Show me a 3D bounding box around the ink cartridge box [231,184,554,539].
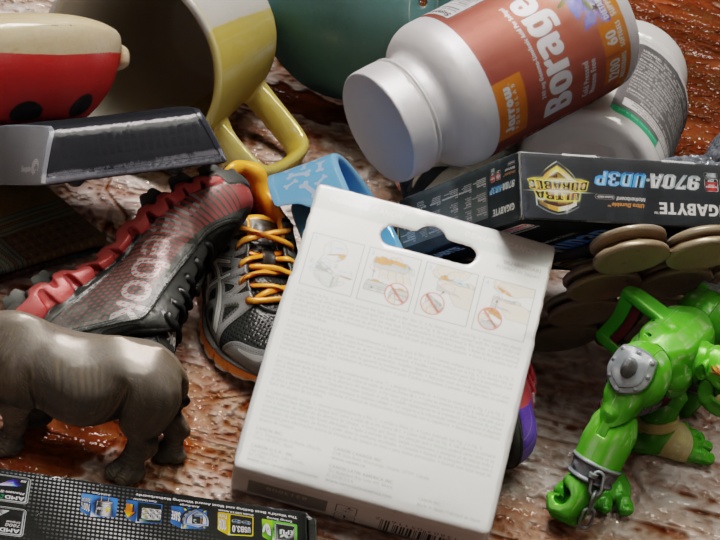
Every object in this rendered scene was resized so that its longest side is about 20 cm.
[{"bbox_3d":[0.022,0.060,1.390,0.160,0.047,0.200,15,64,2],"label":"ink cartridge box"}]

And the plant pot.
[{"bbox_3d":[0.044,-0.215,1.721,0.200,0.201,0.161,-8,18,-31],"label":"plant pot"}]

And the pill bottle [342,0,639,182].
[{"bbox_3d":[0.091,-0.143,1.604,0.200,0.112,0.112,-29,50,-24],"label":"pill bottle"}]

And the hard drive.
[{"bbox_3d":[-0.175,-0.081,1.481,0.135,0.042,0.200,-8,6,-19],"label":"hard drive"}]

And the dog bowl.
[{"bbox_3d":[0.000,0.000,1.490,0.050,0.111,0.200,-32,43,10],"label":"dog bowl"}]

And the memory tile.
[{"bbox_3d":[0.200,0.011,1.497,0.153,0.200,0.017,-4,70,-14],"label":"memory tile"}]

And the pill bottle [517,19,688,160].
[{"bbox_3d":[0.193,-0.114,1.749,0.113,0.113,0.200,19,33,7],"label":"pill bottle"}]

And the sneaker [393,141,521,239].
[{"bbox_3d":[0.049,-0.059,1.661,0.084,0.075,0.200,5,33,24],"label":"sneaker"}]

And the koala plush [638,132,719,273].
[{"bbox_3d":[0.290,-0.052,1.649,0.183,0.178,0.200,11,35,12],"label":"koala plush"}]

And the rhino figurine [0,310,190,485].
[{"bbox_3d":[-0.196,0.064,1.345,0.200,0.088,0.060,13,32,-3],"label":"rhino figurine"}]

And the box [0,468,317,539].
[{"bbox_3d":[-0.122,0.194,1.217,0.200,0.048,0.193,9,30,-7],"label":"box"}]

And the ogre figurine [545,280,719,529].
[{"bbox_3d":[0.188,0.079,1.448,0.200,0.120,0.098,-13,42,-36],"label":"ogre figurine"}]

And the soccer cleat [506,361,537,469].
[{"bbox_3d":[0.090,0.057,1.491,0.073,0.068,0.200,-1,32,-17],"label":"soccer cleat"}]

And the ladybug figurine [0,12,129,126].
[{"bbox_3d":[-0.258,-0.133,1.566,0.200,0.072,0.136,-6,-6,-13],"label":"ladybug figurine"}]

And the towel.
[{"bbox_3d":[-0.290,-0.052,1.549,0.147,0.022,0.200,-20,47,-42],"label":"towel"}]

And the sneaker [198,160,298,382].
[{"bbox_3d":[-0.070,0.003,1.500,0.078,0.077,0.200,0,37,-24],"label":"sneaker"}]

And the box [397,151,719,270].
[{"bbox_3d":[0.134,-0.037,1.502,0.159,0.046,0.200,3,-9,-22],"label":"box"}]

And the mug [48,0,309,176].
[{"bbox_3d":[-0.133,-0.150,1.686,0.149,0.187,0.153,-8,13,26],"label":"mug"}]

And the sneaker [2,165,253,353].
[{"bbox_3d":[-0.132,0.013,1.434,0.098,0.071,0.200,41,63,20],"label":"sneaker"}]
